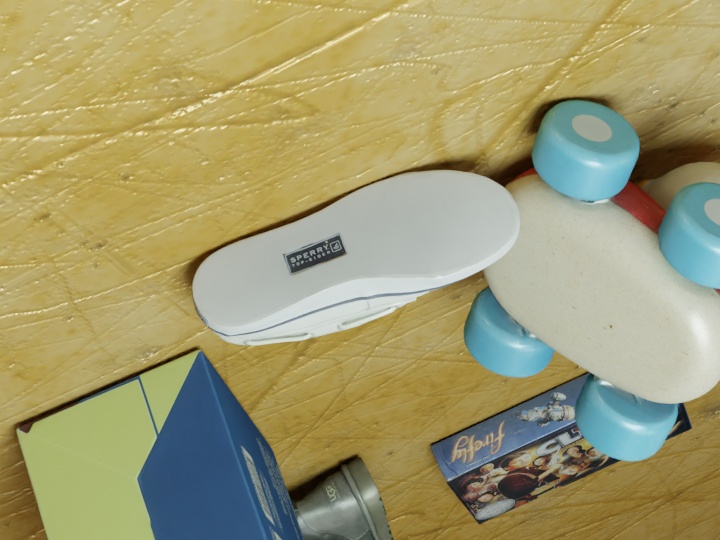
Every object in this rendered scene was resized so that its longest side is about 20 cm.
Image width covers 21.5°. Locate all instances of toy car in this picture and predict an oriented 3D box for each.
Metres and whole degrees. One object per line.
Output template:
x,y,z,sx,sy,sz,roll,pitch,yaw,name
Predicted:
0.189,-0.021,1.195,0.200,0.176,0.185,-36,154,-44,toy car

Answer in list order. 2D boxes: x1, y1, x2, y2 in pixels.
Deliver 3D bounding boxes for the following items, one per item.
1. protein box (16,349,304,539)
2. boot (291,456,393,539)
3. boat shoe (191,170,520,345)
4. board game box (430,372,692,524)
-0.111,0.196,1.265,0.134,0.199,0.200,-22,154,1,protein box
-0.073,0.232,1.504,0.199,0.073,0.182,-26,140,-7,boot
0.000,0.000,1.136,0.199,0.072,0.066,-21,158,0,boat shoe
0.167,0.136,1.549,0.199,0.035,0.136,-25,153,6,board game box
